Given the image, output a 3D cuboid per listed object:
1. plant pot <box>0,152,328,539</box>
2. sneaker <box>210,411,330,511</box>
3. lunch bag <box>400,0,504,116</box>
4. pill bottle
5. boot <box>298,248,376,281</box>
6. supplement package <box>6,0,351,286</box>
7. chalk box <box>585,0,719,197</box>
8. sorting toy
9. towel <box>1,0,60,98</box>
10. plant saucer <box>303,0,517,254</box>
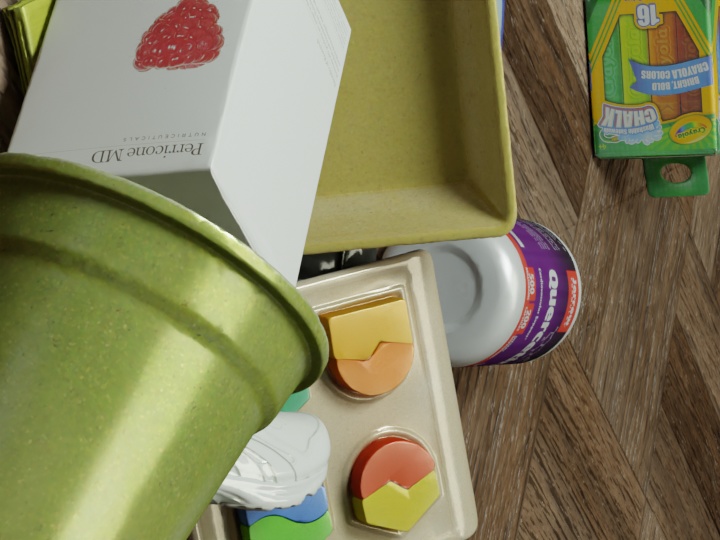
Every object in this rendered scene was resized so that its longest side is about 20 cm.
[{"bbox_3d":[-0.139,0.078,0.974,0.185,0.200,0.201,-66,148,-24],"label":"plant pot"},{"bbox_3d":[-0.085,0.082,1.155,0.200,0.078,0.100,-3,97,-52],"label":"sneaker"},{"bbox_3d":[0.015,-0.197,1.351,0.201,0.127,0.170,62,28,-4],"label":"lunch bag"},{"bbox_3d":[0.096,0.015,1.581,0.200,0.112,0.113,2,87,-66],"label":"pill bottle"},{"bbox_3d":[0.000,0.001,1.338,0.181,0.073,0.201,6,75,-22],"label":"boot"},{"bbox_3d":[-0.091,-0.088,1.107,0.120,0.121,0.201,64,29,-48],"label":"supplement package"},{"bbox_3d":[0.294,-0.169,2.027,0.124,0.124,0.201,-21,107,-65],"label":"chalk box"},{"bbox_3d":[-0.020,0.098,1.270,0.199,0.036,0.186,-16,101,-28],"label":"sorting toy"},{"bbox_3d":[-0.151,-0.051,1.141,0.086,0.018,0.201,-46,130,-66],"label":"towel"},{"bbox_3d":[-0.015,-0.114,1.253,0.048,0.199,0.201,-76,160,-76],"label":"plant saucer"}]
